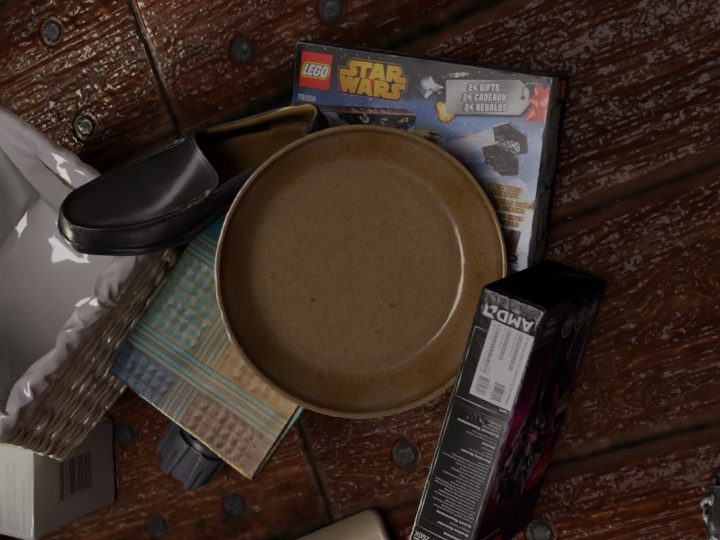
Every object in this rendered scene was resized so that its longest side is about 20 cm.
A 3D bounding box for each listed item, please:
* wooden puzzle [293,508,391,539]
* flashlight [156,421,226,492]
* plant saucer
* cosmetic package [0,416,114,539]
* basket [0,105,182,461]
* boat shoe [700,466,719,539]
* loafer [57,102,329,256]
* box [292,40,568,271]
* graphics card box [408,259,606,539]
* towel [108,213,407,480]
[{"bbox_3d":[-0.022,0.310,1.110,0.185,0.046,0.201,-27,85,28],"label":"wooden puzzle"},{"bbox_3d":[-0.089,0.086,1.097,0.068,0.068,0.200,40,112,14],"label":"flashlight"},{"bbox_3d":[0.000,0.000,0.973,0.199,0.035,0.201,-1,97,-5],"label":"plant saucer"},{"bbox_3d":[-0.321,0.159,1.202,0.199,0.113,0.082,6,101,27],"label":"cosmetic package"},{"bbox_3d":[-0.259,0.015,1.077,0.198,0.161,0.200,34,79,18],"label":"basket"},{"bbox_3d":[0.257,0.158,0.930,0.068,0.072,0.200,40,111,13],"label":"boat shoe"},{"bbox_3d":[-0.114,-0.070,0.974,0.073,0.199,0.072,59,161,28],"label":"loafer"},{"bbox_3d":[0.042,-0.085,1.017,0.199,0.040,0.138,13,105,25],"label":"box"},{"bbox_3d":[0.100,0.099,0.969,0.051,0.125,0.201,21,107,24],"label":"graphics card box"},{"bbox_3d":[-0.076,0.030,1.027,0.146,0.022,0.200,34,93,18],"label":"towel"}]
